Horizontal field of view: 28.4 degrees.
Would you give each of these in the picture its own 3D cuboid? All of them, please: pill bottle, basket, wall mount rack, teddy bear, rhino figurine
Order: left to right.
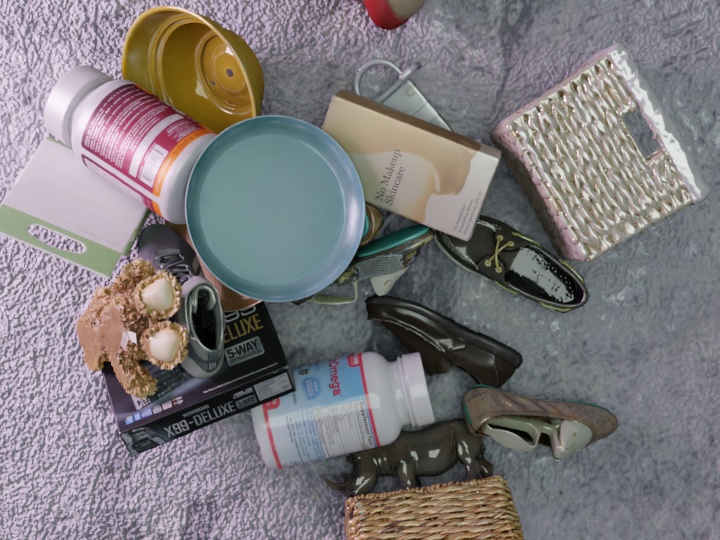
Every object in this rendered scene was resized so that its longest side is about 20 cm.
[{"bbox_3d":[-0.250,-0.144,1.579,0.200,0.110,0.110,33,87,21],"label":"pill bottle"},{"bbox_3d":[-0.236,0.060,1.530,0.067,0.200,0.146,-14,75,-36],"label":"teddy bear"},{"bbox_3d":[-0.021,0.154,1.621,0.199,0.109,0.109,-13,91,1],"label":"pill bottle"},{"bbox_3d":[0.040,-0.142,1.657,0.174,0.075,0.200,-40,92,16],"label":"wall mount rack"},{"bbox_3d":[0.056,0.227,1.660,0.199,0.060,0.088,-11,72,-4],"label":"rhino figurine"},{"bbox_3d":[0.087,0.339,1.597,0.199,0.149,0.143,-7,131,-7],"label":"basket"},{"bbox_3d":[0.264,-0.128,1.618,0.160,0.200,0.199,-31,92,1],"label":"basket"}]

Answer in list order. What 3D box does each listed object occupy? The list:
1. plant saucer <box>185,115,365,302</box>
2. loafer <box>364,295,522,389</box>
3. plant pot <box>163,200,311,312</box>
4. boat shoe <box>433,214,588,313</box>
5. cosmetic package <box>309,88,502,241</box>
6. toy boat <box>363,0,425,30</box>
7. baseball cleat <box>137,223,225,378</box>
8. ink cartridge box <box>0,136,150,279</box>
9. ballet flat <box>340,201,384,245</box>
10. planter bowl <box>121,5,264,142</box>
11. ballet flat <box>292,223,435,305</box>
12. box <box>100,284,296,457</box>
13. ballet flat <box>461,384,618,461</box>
[{"bbox_3d":[-0.093,-0.066,1.534,0.199,0.027,0.202,1,87,-17],"label":"plant saucer"},{"bbox_3d":[0.091,0.089,1.658,0.199,0.073,0.072,25,88,-4],"label":"loafer"},{"bbox_3d":[-0.137,-0.048,1.618,0.199,0.027,0.201,-8,73,26],"label":"plant pot"},{"bbox_3d":[0.179,-0.014,1.673,0.200,0.061,0.072,27,87,-5],"label":"boat shoe"},{"bbox_3d":[0.049,-0.119,1.590,0.199,0.071,0.106,20,104,4],"label":"cosmetic package"},{"bbox_3d":[-0.014,-0.363,1.642,0.130,0.130,0.201,-33,92,26],"label":"toy boat"},{"bbox_3d":[-0.187,0.015,1.550,0.069,0.107,0.201,-16,64,-25],"label":"baseball cleat"},{"bbox_3d":[-0.317,-0.059,1.567,0.145,0.200,0.048,23,127,-5],"label":"ink cartridge box"},{"bbox_3d":[-0.059,-0.046,1.636,0.199,0.072,0.068,-11,89,26],"label":"ballet flat"},{"bbox_3d":[-0.170,-0.213,1.610,0.083,0.200,0.201,-35,93,-44],"label":"planter bowl"},{"bbox_3d":[0.000,0.000,1.636,0.199,0.072,0.072,-14,91,18],"label":"ballet flat"},{"bbox_3d":[-0.188,0.103,1.600,0.199,0.050,0.158,-21,48,-4],"label":"box"},{"bbox_3d":[0.211,0.187,1.660,0.199,0.067,0.068,10,132,-12],"label":"ballet flat"}]
